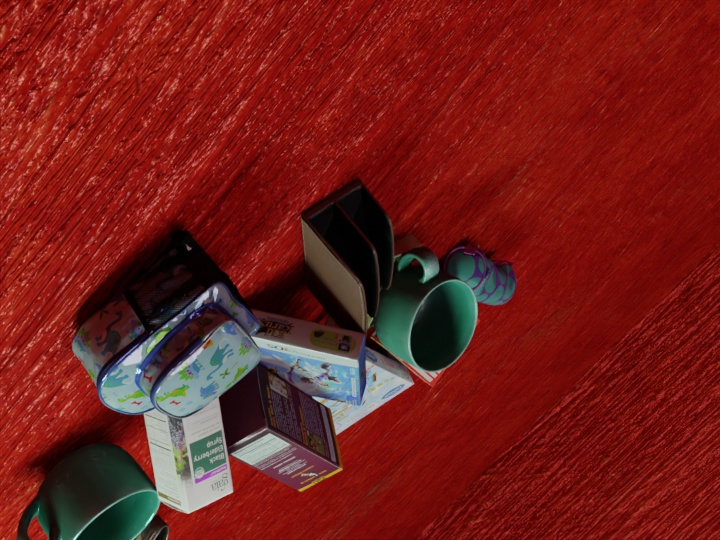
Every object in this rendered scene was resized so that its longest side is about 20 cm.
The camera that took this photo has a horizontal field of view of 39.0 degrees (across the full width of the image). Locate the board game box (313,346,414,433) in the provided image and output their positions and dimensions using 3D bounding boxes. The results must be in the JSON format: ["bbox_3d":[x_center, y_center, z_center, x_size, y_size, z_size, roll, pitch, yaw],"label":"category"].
[{"bbox_3d":[-0.031,0.217,1.799,0.199,0.041,0.199,-34,150,14],"label":"board game box"}]

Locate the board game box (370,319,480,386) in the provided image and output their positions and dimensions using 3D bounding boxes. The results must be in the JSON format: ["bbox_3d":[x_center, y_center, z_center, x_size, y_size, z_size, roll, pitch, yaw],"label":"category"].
[{"bbox_3d":[0.117,0.101,1.776,0.152,0.046,0.200,-54,143,-4],"label":"board game box"}]

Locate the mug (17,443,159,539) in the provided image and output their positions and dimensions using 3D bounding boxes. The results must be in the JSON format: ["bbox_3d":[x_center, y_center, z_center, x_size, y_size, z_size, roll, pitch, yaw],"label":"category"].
[{"bbox_3d":[-0.378,0.313,1.395,0.152,0.114,0.185,-48,156,6],"label":"mug"}]

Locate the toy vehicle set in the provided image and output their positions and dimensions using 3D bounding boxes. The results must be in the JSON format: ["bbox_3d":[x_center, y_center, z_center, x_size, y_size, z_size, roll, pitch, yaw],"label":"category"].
[{"bbox_3d":[0.016,0.033,1.641,0.123,0.027,0.201,-23,151,-36],"label":"toy vehicle set"}]

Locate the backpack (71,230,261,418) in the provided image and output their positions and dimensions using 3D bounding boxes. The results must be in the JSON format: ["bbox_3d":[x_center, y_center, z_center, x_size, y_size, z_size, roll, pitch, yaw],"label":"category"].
[{"bbox_3d":[-0.228,0.086,1.208,0.199,0.147,0.183,-36,155,-3],"label":"backpack"}]

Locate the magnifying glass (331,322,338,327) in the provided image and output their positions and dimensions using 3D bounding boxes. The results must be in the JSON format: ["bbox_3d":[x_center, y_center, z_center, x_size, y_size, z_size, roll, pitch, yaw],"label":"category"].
[{"bbox_3d":[-0.081,0.129,1.634,0.199,0.023,0.079,-38,153,21],"label":"magnifying glass"}]

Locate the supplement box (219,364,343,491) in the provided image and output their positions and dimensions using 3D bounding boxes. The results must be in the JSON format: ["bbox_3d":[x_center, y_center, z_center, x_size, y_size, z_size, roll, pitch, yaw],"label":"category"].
[{"bbox_3d":[-0.120,0.235,1.499,0.085,0.111,0.200,-30,140,18],"label":"supplement box"}]

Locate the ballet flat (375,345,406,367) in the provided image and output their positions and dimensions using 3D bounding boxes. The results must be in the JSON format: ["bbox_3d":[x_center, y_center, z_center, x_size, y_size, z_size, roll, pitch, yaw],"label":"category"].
[{"bbox_3d":[0.099,0.128,1.877,0.200,0.067,0.070,-42,-166,-6],"label":"ballet flat"}]

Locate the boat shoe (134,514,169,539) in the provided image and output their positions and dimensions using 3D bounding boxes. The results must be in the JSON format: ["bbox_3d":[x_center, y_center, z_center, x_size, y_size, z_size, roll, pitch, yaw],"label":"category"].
[{"bbox_3d":[-0.376,0.510,1.721,0.074,0.073,0.203,9,94,-59],"label":"boat shoe"}]

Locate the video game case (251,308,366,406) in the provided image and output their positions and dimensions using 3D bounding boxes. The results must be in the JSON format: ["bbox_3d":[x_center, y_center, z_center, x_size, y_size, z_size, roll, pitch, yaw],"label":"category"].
[{"bbox_3d":[-0.083,0.130,1.477,0.201,0.179,0.046,88,16,-63],"label":"video game case"}]

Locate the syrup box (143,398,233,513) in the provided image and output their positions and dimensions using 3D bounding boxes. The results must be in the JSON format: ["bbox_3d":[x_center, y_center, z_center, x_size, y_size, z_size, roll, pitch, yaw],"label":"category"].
[{"bbox_3d":[-0.236,0.213,1.367,0.078,0.081,0.203,-18,106,-41],"label":"syrup box"}]

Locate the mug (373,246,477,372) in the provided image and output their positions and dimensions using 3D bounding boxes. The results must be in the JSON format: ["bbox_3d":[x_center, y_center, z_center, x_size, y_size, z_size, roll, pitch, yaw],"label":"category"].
[{"bbox_3d":[0.099,0.054,1.610,0.151,0.114,0.187,10,100,-43],"label":"mug"}]

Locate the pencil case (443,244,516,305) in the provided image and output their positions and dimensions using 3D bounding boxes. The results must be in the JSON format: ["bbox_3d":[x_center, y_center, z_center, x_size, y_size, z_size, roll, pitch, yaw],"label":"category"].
[{"bbox_3d":[0.220,0.010,1.840,0.093,0.085,0.200,-64,155,3],"label":"pencil case"}]

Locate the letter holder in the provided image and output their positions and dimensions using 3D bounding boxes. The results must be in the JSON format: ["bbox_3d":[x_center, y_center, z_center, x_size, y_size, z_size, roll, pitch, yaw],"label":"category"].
[{"bbox_3d":[0.000,0.000,1.409,0.100,0.142,0.201,-32,156,-17],"label":"letter holder"}]
